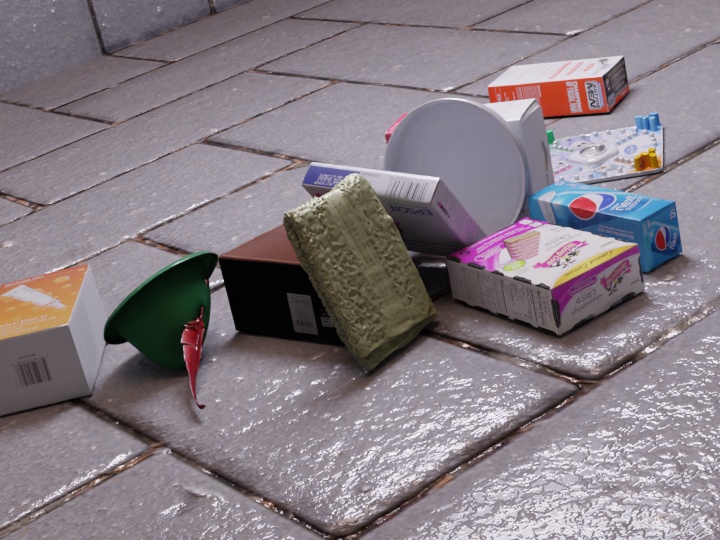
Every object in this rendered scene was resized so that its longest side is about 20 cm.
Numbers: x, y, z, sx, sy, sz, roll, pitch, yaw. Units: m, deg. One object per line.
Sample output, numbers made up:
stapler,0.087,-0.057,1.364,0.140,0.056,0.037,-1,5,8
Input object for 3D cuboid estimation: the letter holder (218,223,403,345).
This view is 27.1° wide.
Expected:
letter holder,-0.049,0.009,1.829,0.198,0.102,0.142,5,26,40

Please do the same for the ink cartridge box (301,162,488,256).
ink cartridge box,0.054,-0.058,1.848,0.195,0.200,0.044,9,66,36

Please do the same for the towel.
towel,0.000,0.000,1.697,0.036,0.201,0.148,-25,5,46

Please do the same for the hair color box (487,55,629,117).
hair color box,0.317,-0.291,2.398,0.198,0.065,0.111,-2,23,31

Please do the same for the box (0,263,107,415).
box,-0.393,0.083,1.861,0.123,0.099,0.200,-13,21,2

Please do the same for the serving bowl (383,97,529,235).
serving bowl,0.131,-0.127,1.927,0.198,0.203,0.066,-2,15,29

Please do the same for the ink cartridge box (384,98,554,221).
ink cartridge box,0.149,-0.140,2.008,0.198,0.147,0.083,-3,22,26

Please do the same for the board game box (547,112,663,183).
board game box,0.332,-0.171,2.139,0.198,0.026,0.200,-8,22,15

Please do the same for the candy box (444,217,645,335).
candy box,0.210,0.002,1.731,0.135,0.062,0.199,-25,24,-28

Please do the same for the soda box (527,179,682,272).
soda box,0.293,-0.057,1.816,0.064,0.069,0.199,-26,24,-29

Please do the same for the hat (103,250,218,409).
hat,-0.198,0.099,1.793,0.199,0.176,0.166,-28,-18,-44
